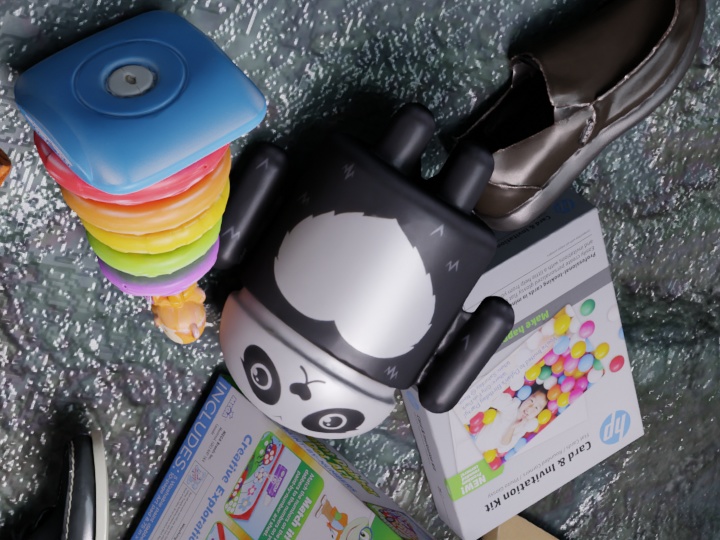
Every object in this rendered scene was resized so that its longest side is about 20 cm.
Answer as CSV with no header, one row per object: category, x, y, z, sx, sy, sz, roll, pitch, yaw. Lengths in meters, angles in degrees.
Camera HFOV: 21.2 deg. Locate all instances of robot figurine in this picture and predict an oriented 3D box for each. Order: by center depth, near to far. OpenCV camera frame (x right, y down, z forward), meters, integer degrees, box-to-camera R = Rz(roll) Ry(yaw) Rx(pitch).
robot figurine,0.001,0.001,1.122,0.124,0.150,0.201,25,100,-52

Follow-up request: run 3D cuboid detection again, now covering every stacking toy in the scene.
stacking toy,-0.113,-0.030,1.062,0.109,0.116,0.201,-30,142,-22

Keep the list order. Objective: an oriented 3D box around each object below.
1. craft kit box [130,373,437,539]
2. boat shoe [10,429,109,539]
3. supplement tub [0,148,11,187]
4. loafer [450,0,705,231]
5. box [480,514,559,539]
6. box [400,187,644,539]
craft kit box,-0.060,0.198,1.144,0.048,0.197,0.201,18,106,-47
boat shoe,-0.187,0.185,1.141,0.065,0.075,0.201,5,118,-12
supplement tub,-0.266,0.004,0.953,0.122,0.122,0.201,30,96,-40
loafer,0.132,-0.114,1.177,0.200,0.073,0.071,-50,132,1
box,0.130,0.288,1.354,0.163,0.021,0.202,34,54,-41
box,0.103,0.066,1.281,0.155,0.041,0.201,-29,129,-16
